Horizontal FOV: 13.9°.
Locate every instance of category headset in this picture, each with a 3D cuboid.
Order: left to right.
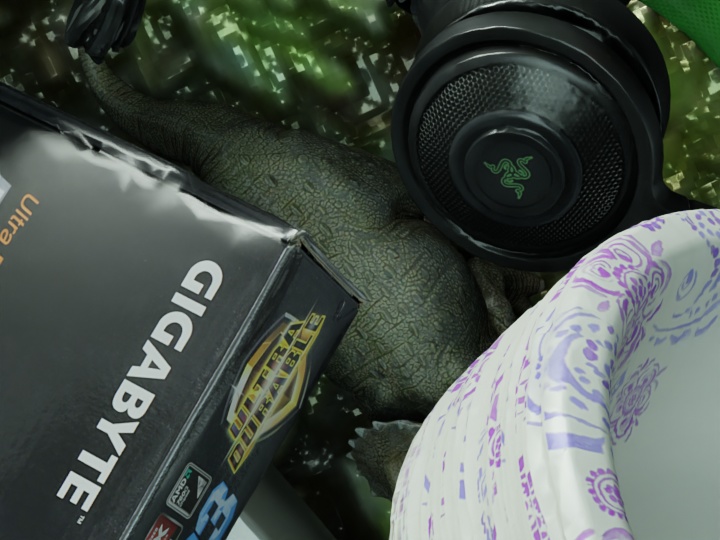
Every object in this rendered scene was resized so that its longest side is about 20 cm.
[{"bbox_3d":[0.032,-0.051,0.738,0.199,0.124,0.094,22,130,-24],"label":"headset"}]

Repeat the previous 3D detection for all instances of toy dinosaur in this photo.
[{"bbox_3d":[0.000,0.000,0.759,0.077,0.102,0.200,-30,93,4],"label":"toy dinosaur"}]

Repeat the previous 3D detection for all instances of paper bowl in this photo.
[{"bbox_3d":[0.093,0.095,0.664,0.201,0.201,0.104,43,126,-1],"label":"paper bowl"}]

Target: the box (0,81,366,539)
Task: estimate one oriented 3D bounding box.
[{"bbox_3d":[-0.130,0.045,0.703,0.198,0.050,0.200,26,82,30],"label":"box"}]

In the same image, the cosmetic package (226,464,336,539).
[{"bbox_3d":[-0.028,0.113,0.767,0.090,0.107,0.200,-43,90,4],"label":"cosmetic package"}]
